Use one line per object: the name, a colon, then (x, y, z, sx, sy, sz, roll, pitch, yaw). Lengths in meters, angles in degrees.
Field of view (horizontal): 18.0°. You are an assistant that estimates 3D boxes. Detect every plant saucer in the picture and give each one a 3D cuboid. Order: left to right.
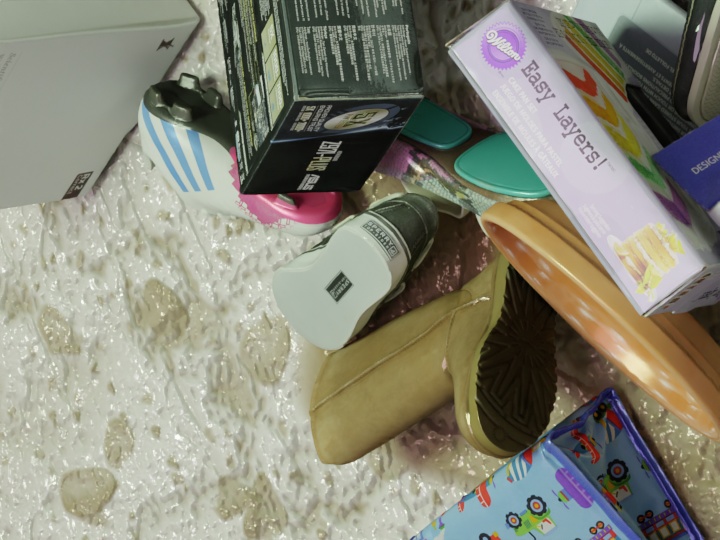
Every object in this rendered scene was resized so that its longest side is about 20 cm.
plant saucer: (0.156, 0.023, 1.374, 0.037, 0.200, 0.200, -47, 62, -4)

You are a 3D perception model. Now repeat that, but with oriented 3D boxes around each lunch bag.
lunch bag: (0.155, 0.205, 1.473, 0.200, 0.094, 0.151, 52, 128, 5)

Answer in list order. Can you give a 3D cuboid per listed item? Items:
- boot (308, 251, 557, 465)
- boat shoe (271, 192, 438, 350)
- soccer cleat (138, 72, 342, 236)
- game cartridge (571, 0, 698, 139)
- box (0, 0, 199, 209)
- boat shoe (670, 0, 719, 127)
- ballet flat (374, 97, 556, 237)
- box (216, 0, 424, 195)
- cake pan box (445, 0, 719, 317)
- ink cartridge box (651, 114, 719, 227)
boot: (0.042, 0.086, 1.505, 0.066, 0.175, 0.200, 40, 132, -20)
boat shoe: (0.000, 0.000, 1.565, 0.071, 0.064, 0.200, 53, 153, -1)
soccer cleat: (-0.086, -0.066, 1.639, 0.200, 0.070, 0.087, 37, 136, 34)
game cartridge: (0.198, -0.088, 1.392, 0.200, 0.041, 0.133, 43, 128, 27)
box: (-0.262, -0.154, 1.680, 0.131, 0.200, 0.199, 53, 128, 21)
boat shoe: (0.216, -0.181, 1.321, 0.068, 0.072, 0.201, 18, 95, 43)
ballet flat: (0.073, -0.062, 1.497, 0.200, 0.069, 0.071, 27, 138, 42)
box: (-0.032, -0.170, 1.467, 0.164, 0.086, 0.201, 126, 139, -65)
cake pan box: (0.145, -0.062, 1.286, 0.052, 0.200, 0.184, -36, 78, 17)
ink cartridge box: (0.294, -0.046, 1.210, 0.200, 0.197, 0.047, 50, 156, 21)
